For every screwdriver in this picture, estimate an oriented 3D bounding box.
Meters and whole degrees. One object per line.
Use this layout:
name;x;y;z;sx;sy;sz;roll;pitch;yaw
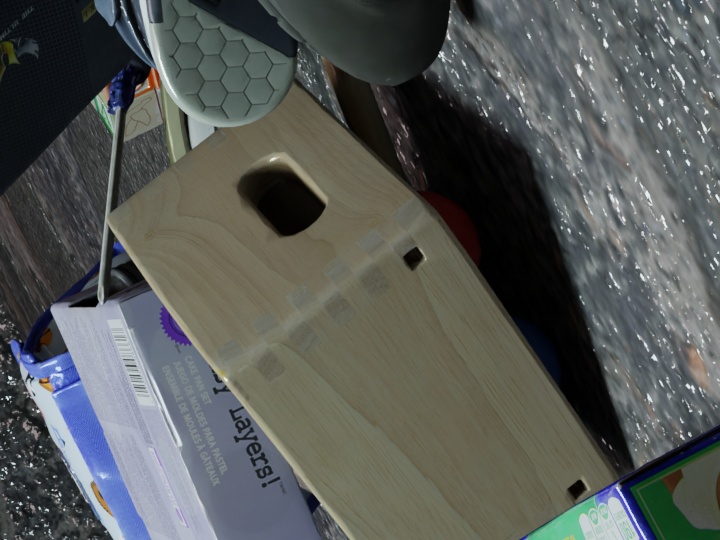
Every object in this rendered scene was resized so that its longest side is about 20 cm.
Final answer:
screwdriver;-0.117;-0.064;1.188;0.028;0.029;0.200;113;168;-49

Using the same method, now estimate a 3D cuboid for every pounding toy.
pounding toy;0.000;0.000;1.038;0.184;0.142;0.200;54;177;-32

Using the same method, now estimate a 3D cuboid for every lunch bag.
lunch bag;-0.103;0.080;1.392;0.170;0.124;0.200;64;-157;-15

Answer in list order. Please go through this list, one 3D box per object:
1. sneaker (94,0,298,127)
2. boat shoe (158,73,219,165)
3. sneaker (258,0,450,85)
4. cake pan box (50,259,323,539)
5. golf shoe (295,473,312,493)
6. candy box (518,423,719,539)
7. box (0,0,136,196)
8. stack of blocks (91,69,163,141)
sneaker;-0.068;-0.167;0.991;0.146;0.077;0.202;-127;36;-74
boat shoe;-0.060;-0.053;1.257;0.075;0.068;0.200;93;167;-75
sneaker;0.000;-0.134;0.854;0.091;0.076;0.200;42;159;41
cake pan box;-0.078;0.090;1.205;0.200;0.052;0.184;67;163;-4
golf shoe;0.007;0.093;1.305;0.200;0.075;0.092;49;154;22
candy box;0.141;0.154;0.849;0.200;0.077;0.169;60;167;7
box;-0.133;-0.141;1.072;0.051;0.200;0.158;29;151;23
stack of blocks;-0.159;-0.166;1.444;0.200;0.059;0.115;54;165;34
